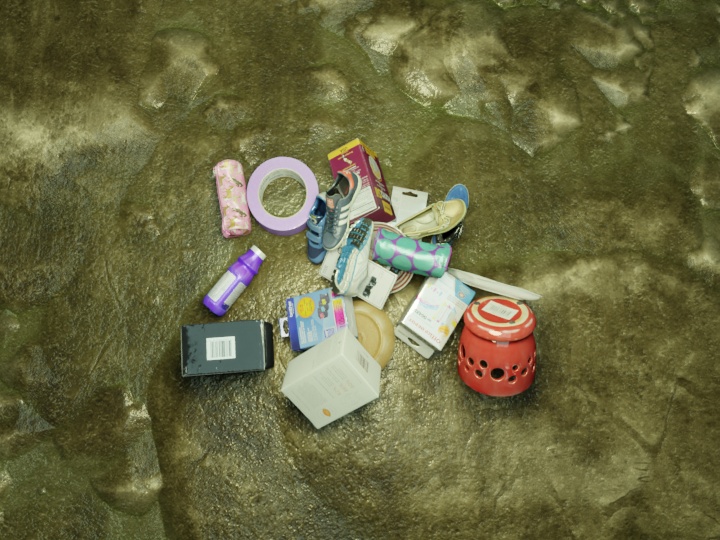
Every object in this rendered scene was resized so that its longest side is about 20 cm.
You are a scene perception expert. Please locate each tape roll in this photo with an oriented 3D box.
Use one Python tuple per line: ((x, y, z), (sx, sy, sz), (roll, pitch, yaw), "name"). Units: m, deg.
((-0.210, -0.203, 1.436), (0.193, 0.066, 0.207), (0, 81, -2), "tape roll")

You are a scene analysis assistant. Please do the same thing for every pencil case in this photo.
((-0.348, -0.192, 1.418), (0.084, 0.083, 0.206), (-11, 82, -4), "pencil case")
((0.126, -0.045, 1.303), (0.194, 0.086, 0.094), (15, 62, 10), "pencil case")

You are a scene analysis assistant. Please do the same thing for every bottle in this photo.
((-0.330, 0.025, 1.384), (0.065, 0.084, 0.201), (38, 82, 4), "bottle")

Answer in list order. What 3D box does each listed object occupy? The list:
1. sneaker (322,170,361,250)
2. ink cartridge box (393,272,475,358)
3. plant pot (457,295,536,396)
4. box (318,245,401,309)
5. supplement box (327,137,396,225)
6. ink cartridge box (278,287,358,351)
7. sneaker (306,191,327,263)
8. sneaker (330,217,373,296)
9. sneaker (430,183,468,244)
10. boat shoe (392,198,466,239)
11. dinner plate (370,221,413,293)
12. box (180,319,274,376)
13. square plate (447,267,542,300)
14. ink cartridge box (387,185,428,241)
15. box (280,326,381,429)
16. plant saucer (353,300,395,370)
((-0.064, -0.153, 1.300), (0.073, 0.084, 0.206), (18, 94, 29), "sneaker")
((0.189, 0.115, 1.374), (0.127, 0.125, 0.203), (33, 80, 3), "ink cartridge box")
((0.340, 0.180, 1.303), (0.194, 0.202, 0.187), (-8, 119, -4), "plant pot")
((0.000, 0.000, 1.383), (0.196, 0.060, 0.119), (28, 120, 7), "box")
((0.004, -0.224, 1.394), (0.101, 0.130, 0.206), (-21, 76, 20), "supplement box")
((-0.114, 0.130, 1.357), (0.195, 0.076, 0.141), (-16, 74, 18), "ink cartridge box")
((-0.111, -0.117, 1.393), (0.073, 0.082, 0.206), (23, 106, 28), "sneaker")
((-0.007, -0.029, 1.307), (0.074, 0.086, 0.205), (20, 87, 45), "sneaker")
((0.254, -0.154, 1.427), (0.075, 0.111, 0.204), (26, 80, 2), "sneaker")
((0.179, -0.131, 1.356), (0.196, 0.063, 0.075), (-19, 76, 22), "boat shoe")
((0.053, -0.034, 1.396), (0.194, 0.024, 0.206), (9, 116, 17), "dinner plate")
((-0.321, 0.193, 1.300), (0.193, 0.198, 0.127), (-3, 83, -3), "box")
((0.332, 0.036, 1.341), (0.193, 0.200, 0.029), (16, 94, -15), "square plate")
((0.120, -0.121, 1.447), (0.106, 0.050, 0.206), (10, 80, 0), "ink cartridge box")
((-0.070, 0.265, 1.283), (0.197, 0.107, 0.153), (-31, 113, 21), "box")
((-0.007, 0.181, 1.375), (0.194, 0.035, 0.207), (-2, 81, 13), "plant saucer")
